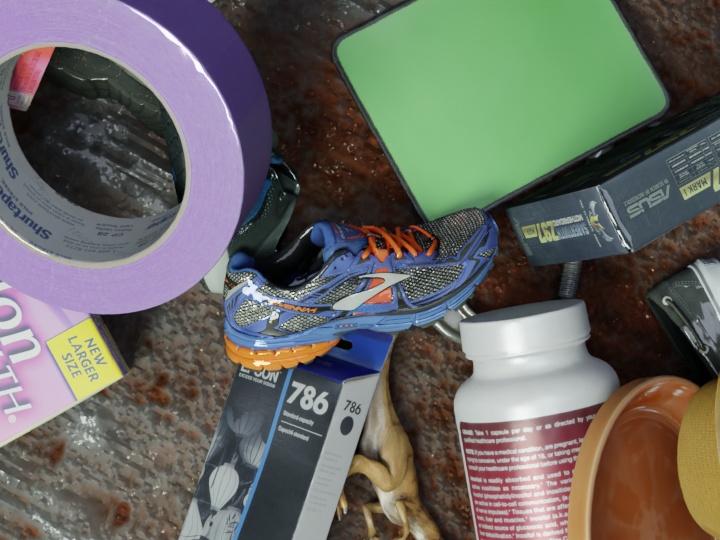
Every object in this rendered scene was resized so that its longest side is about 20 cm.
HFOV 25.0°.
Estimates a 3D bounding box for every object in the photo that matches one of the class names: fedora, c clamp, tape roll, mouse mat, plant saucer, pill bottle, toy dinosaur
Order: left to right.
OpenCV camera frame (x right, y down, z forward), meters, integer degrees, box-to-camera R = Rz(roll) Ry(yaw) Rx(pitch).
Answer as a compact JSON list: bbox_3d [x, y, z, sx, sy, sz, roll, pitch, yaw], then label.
[{"bbox_3d":[-0.155,-0.077,0.943,0.199,0.066,0.201,6,117,11],"label":"tape roll"},{"bbox_3d":[0.013,0.120,1.111,0.106,0.060,0.201,-14,94,-29],"label":"toy dinosaur"},{"bbox_3d":[0.098,-0.136,1.137,0.199,0.008,0.162,-28,81,-5],"label":"mouse mat"},{"bbox_3d":[0.124,0.125,1.076,0.112,0.113,0.201,-10,93,-6],"label":"pill bottle"},{"bbox_3d":[0.131,-0.033,1.136,0.170,0.027,0.201,19,85,-4],"label":"c clamp"},{"bbox_3d":[0.191,0.168,1.037,0.200,0.032,0.202,10,76,-46],"label":"plant saucer"},{"bbox_3d":[0.260,0.126,1.032,0.200,0.082,0.202,9,76,-40],"label":"fedora"}]

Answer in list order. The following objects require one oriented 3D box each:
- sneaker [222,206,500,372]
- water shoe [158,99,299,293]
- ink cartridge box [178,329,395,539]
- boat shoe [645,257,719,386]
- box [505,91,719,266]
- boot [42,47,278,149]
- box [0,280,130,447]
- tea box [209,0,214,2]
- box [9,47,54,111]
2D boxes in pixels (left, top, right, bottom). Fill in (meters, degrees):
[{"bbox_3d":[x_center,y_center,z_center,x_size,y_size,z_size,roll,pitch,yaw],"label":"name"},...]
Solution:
[{"bbox_3d":[0.000,0.000,1.067,0.199,0.075,0.079,-22,122,-11],"label":"sneaker"},{"bbox_3d":[-0.081,-0.067,1.050,0.078,0.201,0.072,-16,55,-11],"label":"water shoe"},{"bbox_3d":[-0.053,0.121,1.078,0.039,0.099,0.201,26,81,-48],"label":"ink cartridge box"},{"bbox_3d":[0.259,0.091,1.124,0.056,0.069,0.201,-22,83,-2],"label":"boat shoe"},{"bbox_3d":[0.211,-0.070,1.062,0.199,0.158,0.051,-29,94,-16],"label":"box"},{"bbox_3d":[-0.126,-0.163,1.103,0.199,0.068,0.131,26,79,-5],"label":"boot"},{"bbox_3d":[-0.279,0.039,1.057,0.199,0.097,0.177,-28,91,-7],"label":"box"},{"bbox_3d":[-0.049,-0.307,1.031,0.197,0.200,0.134,-40,90,-20],"label":"tea box"},{"bbox_3d":[-0.217,-0.207,0.977,0.094,0.200,0.103,11,47,-25],"label":"box"}]
